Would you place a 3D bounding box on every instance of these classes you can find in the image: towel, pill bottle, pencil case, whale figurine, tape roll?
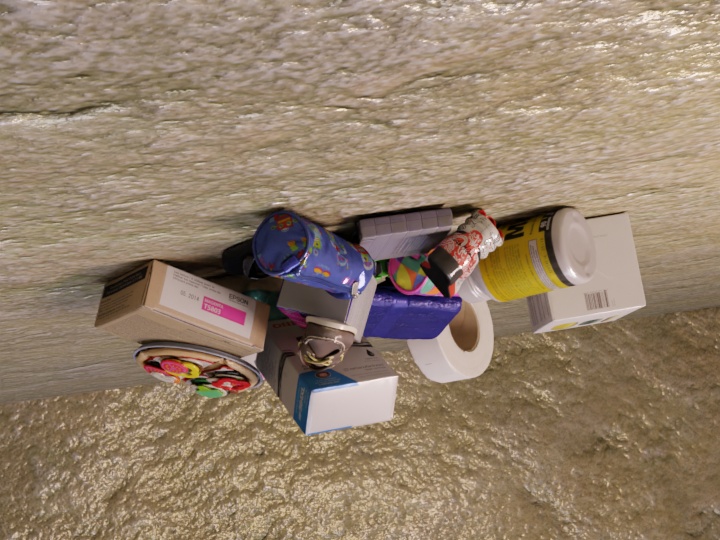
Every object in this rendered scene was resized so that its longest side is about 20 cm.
[{"bbox_3d":[0.054,0.065,1.885,0.198,0.050,0.148,4,151,-19],"label":"towel"},{"bbox_3d":[0.238,-0.016,1.701,0.199,0.115,0.114,-15,169,36],"label":"pill bottle"},{"bbox_3d":[-0.055,-0.013,1.435,0.078,0.087,0.200,-38,155,15],"label":"pencil case"},{"bbox_3d":[-0.191,0.060,1.788,0.199,0.105,0.159,-1,169,-31],"label":"whale figurine"},{"bbox_3d":[0.128,-0.004,1.789,0.088,0.089,0.199,-15,172,36],"label":"pencil case"},{"bbox_3d":[0.166,0.106,2.134,0.070,0.204,0.202,-14,170,36],"label":"tape roll"}]

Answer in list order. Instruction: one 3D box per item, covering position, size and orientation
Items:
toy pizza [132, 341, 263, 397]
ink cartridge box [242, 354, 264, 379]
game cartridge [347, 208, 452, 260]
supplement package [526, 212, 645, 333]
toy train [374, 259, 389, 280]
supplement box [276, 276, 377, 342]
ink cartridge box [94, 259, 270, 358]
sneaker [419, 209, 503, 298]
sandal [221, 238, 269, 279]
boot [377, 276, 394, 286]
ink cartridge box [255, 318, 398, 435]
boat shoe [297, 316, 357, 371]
[{"bbox_3d":[-0.245,0.155,1.717,0.198,0.032,0.200,8,159,3],"label":"toy pizza"},{"bbox_3d":[-0.144,0.124,1.887,0.198,0.068,0.117,-14,-161,2],"label":"ink cartridge box"},{"bbox_3d":[0.051,-0.048,1.576,0.129,0.039,0.200,-12,172,-8],"label":"game cartridge"},{"bbox_3d":[0.353,0.009,1.857,0.150,0.152,0.200,-9,172,-2],"label":"supplement package"},{"bbox_3d":[0.000,0.000,1.817,0.198,0.042,0.056,-7,-179,-13],"label":"toy train"},{"bbox_3d":[-0.044,0.032,1.638,0.100,0.104,0.200,14,172,10],"label":"supplement box"},{"bbox_3d":[-0.255,0.066,1.645,0.199,0.076,0.164,24,153,-31],"label":"ink cartridge box"},{"bbox_3d":[0.145,-0.024,1.597,0.108,0.067,0.201,-41,174,-5],"label":"sneaker"},{"bbox_3d":[-0.132,-0.017,1.545,0.076,0.043,0.200,-5,170,-27],"label":"sandal"},{"bbox_3d":[0.021,0.033,1.938,0.167,0.077,0.199,-23,156,34],"label":"boot"},{"bbox_3d":[-0.054,0.149,1.719,0.145,0.085,0.200,-8,-149,-27],"label":"ink cartridge box"},{"bbox_3d":[-0.050,0.101,1.548,0.071,0.060,0.200,18,170,-5],"label":"boat shoe"}]
